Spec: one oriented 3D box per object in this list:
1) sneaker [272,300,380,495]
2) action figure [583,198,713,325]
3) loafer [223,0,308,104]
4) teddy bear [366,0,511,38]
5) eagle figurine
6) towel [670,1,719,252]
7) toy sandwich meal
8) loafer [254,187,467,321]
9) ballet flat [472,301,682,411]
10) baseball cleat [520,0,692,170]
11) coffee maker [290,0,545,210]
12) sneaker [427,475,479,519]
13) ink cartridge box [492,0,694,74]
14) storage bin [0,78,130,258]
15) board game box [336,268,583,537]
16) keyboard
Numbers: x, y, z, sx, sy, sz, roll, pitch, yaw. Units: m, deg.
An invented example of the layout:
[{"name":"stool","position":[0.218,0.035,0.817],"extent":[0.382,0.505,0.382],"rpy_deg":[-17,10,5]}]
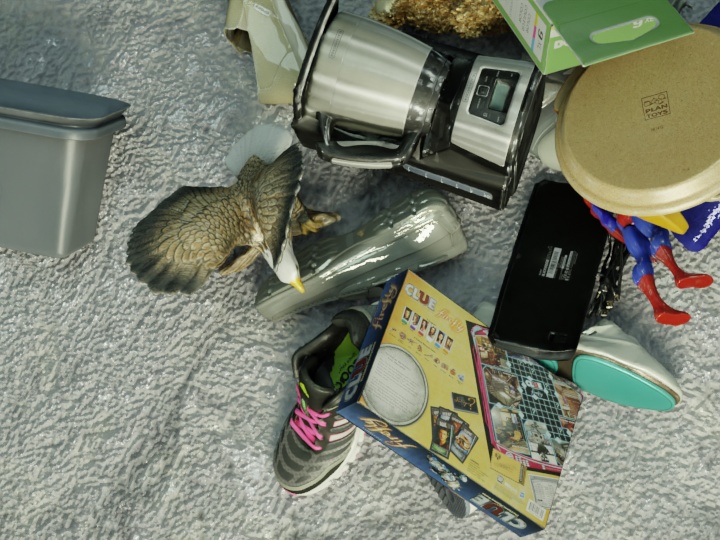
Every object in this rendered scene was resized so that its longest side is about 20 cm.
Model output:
[{"name":"sneaker","position":[-0.030,0.106,1.491],"extent":[0.074,0.087,0.201],"rpy_deg":[46,115,33]},{"name":"action figure","position":[0.234,-0.040,1.484],"extent":[0.051,0.066,0.201],"rpy_deg":[0,42,-25]},{"name":"loafer","position":[-0.098,-0.240,1.622],"extent":[0.068,0.076,0.201],"rpy_deg":[-23,75,-4]},{"name":"teddy bear","position":[0.102,-0.230,1.556],"extent":[0.198,0.145,0.067],"rpy_deg":[-6,97,-14]},{"name":"eagle figurine","position":[-0.092,-0.043,1.487],"extent":[0.150,0.200,0.153],"rpy_deg":[27,98,20]},{"name":"towel","position":[0.308,-0.131,1.492],"extent":[0.201,0.049,0.148],"rpy_deg":[-55,45,25]},{"name":"toy sandwich meal","position":[0.248,-0.118,1.450],"extent":[0.204,0.070,0.207],"rpy_deg":[-13,56,20]},{"name":"loafer","position":[0.000,0.000,1.552],"extent":[0.199,0.070,0.070],"rpy_deg":[-25,115,16]},{"name":"ballet flat","position":[0.184,0.066,1.518],"extent":[0.198,0.069,0.070],"rpy_deg":[12,78,12]},{"name":"baseball cleat","position":[0.203,-0.189,1.570],"extent":[0.106,0.070,0.201],"rpy_deg":[35,82,14]},{"name":"coffee maker","position":[0.054,-0.143,1.517],"extent":[0.198,0.192,0.136],"rpy_deg":[19,97,5]},{"name":"sneaker","position":[0.077,0.112,1.525],"extent":[0.081,0.070,0.201],"rpy_deg":[-18,72,-19]},{"name":"ink cartridge box","position":[0.178,-0.222,1.443],"extent":[0.103,0.060,0.201],"rpy_deg":[-16,50,-16]},{"name":"storage bin","position":[-0.318,-0.097,1.598],"extent":[0.198,0.146,0.136],"rpy_deg":[11,105,10]},{"name":"board game box","position":[0.086,0.110,1.449],"extent":[0.199,0.035,0.136],"rpy_deg":[36,54,-19]},{"name":"keyboard","position":[0.178,0.008,1.514],"extent":[0.103,0.040,0.201],"rpy_deg":[12,50,12]}]
